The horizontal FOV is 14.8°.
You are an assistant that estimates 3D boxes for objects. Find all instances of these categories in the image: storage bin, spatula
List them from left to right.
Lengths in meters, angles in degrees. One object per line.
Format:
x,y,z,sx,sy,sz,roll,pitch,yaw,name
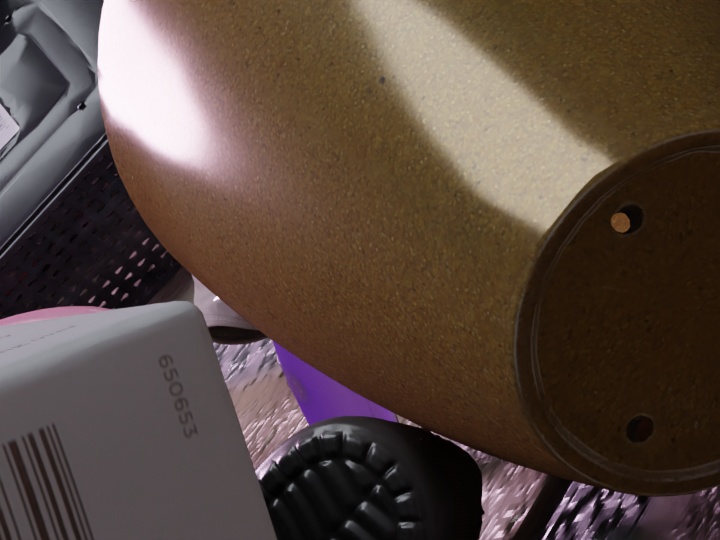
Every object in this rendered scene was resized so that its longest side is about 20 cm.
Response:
-0.156,-0.041,1.307,0.200,0.094,0.135,-47,48,6,storage bin
-0.027,0.013,0.910,0.020,0.057,0.200,-26,31,-7,spatula

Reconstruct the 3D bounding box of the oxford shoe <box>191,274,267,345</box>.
0.000,0.000,0.967,0.200,0.075,0.058,-5,89,58,oxford shoe

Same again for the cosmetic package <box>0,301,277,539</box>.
-0.128,0.115,0.663,0.167,0.167,0.200,-23,9,-35,cosmetic package

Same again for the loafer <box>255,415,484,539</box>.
-0.031,0.112,0.774,0.200,0.073,0.071,-41,-17,30,loafer

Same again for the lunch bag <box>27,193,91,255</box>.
-0.241,-0.030,1.525,0.139,0.168,0.200,33,77,34,lunch bag

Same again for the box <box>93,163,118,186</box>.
-0.169,-0.102,1.388,0.200,0.036,0.145,-7,-49,-42,box

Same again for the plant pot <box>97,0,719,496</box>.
0.046,-0.030,0.716,0.186,0.186,0.200,-47,29,4,plant pot

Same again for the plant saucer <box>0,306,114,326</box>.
-0.131,0.103,0.968,0.200,0.051,0.201,-21,40,19,plant saucer
